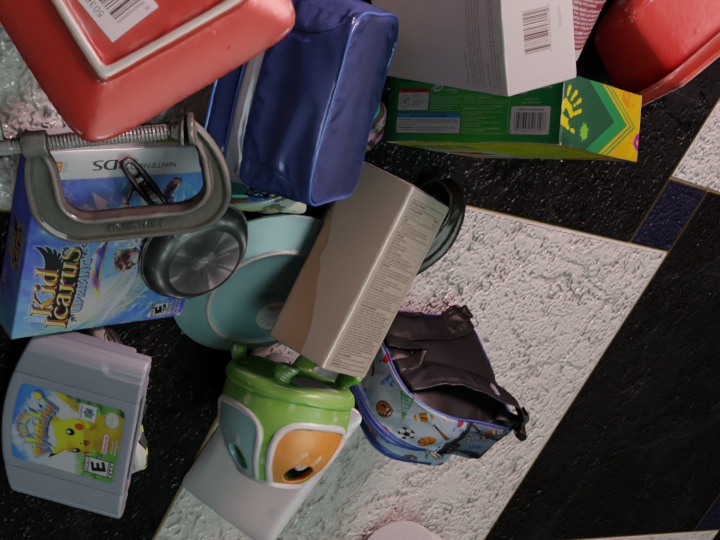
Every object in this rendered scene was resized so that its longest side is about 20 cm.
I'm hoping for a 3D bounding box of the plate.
[{"bbox_3d":[-0.098,0.022,1.311,0.199,0.026,0.201,-15,139,-13],"label":"plate"}]

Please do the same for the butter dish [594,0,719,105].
[{"bbox_3d":[0.329,-0.284,1.374,0.199,0.148,0.200,-38,-178,-8],"label":"butter dish"}]

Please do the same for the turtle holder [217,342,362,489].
[{"bbox_3d":[-0.097,0.151,1.336,0.141,0.185,0.133,7,98,-62],"label":"turtle holder"}]

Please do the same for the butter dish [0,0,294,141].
[{"bbox_3d":[-0.186,-0.218,0.970,0.199,0.148,0.201,-33,98,-17],"label":"butter dish"}]

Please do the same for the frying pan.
[{"bbox_3d":[-0.154,-0.042,1.172,0.114,0.031,0.191,-23,140,-22],"label":"frying pan"}]

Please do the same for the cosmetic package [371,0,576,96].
[{"bbox_3d":[0.097,-0.228,1.148,0.084,0.200,0.108,-18,114,-28],"label":"cosmetic package"}]

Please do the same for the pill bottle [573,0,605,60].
[{"bbox_3d":[0.198,-0.301,1.257,0.114,0.114,0.201,0,124,-41],"label":"pill bottle"}]

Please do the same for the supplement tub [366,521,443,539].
[{"bbox_3d":[0.084,0.454,1.796,0.140,0.140,0.200,-39,141,-6],"label":"supplement tub"}]

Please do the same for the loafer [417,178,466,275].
[{"bbox_3d":[0.035,-0.025,1.386,0.200,0.073,0.071,-48,143,4],"label":"loafer"}]

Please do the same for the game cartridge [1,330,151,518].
[{"bbox_3d":[-0.283,0.150,1.233,0.041,0.133,0.201,-69,175,-59],"label":"game cartridge"}]

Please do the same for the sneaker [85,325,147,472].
[{"bbox_3d":[-0.262,0.139,1.272,0.076,0.075,0.201,-16,129,-22],"label":"sneaker"}]

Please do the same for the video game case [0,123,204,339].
[{"bbox_3d":[-0.233,-0.037,1.166,0.181,0.045,0.201,-7,128,-36],"label":"video game case"}]

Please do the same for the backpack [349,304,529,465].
[{"bbox_3d":[0.070,0.133,1.485,0.154,0.200,0.190,-45,140,21],"label":"backpack"}]

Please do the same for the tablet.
[{"bbox_3d":[-0.103,0.207,1.443,0.200,0.130,0.014,-55,178,12],"label":"tablet"}]

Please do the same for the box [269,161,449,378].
[{"bbox_3d":[0.000,0.000,1.273,0.095,0.078,0.201,24,94,-60],"label":"box"}]

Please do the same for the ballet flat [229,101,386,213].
[{"bbox_3d":[-0.052,-0.102,1.254,0.200,0.069,0.071,-35,144,-19],"label":"ballet flat"}]

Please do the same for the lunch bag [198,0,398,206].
[{"bbox_3d":[-0.064,-0.153,1.114,0.136,0.132,0.201,-19,127,-70],"label":"lunch bag"}]

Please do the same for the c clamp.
[{"bbox_3d":[-0.207,-0.090,1.050,0.199,0.027,0.172,-2,127,-8],"label":"c clamp"}]

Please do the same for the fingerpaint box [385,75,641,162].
[{"bbox_3d":[0.154,-0.153,1.259,0.166,0.199,0.074,3,92,-52],"label":"fingerpaint box"}]
